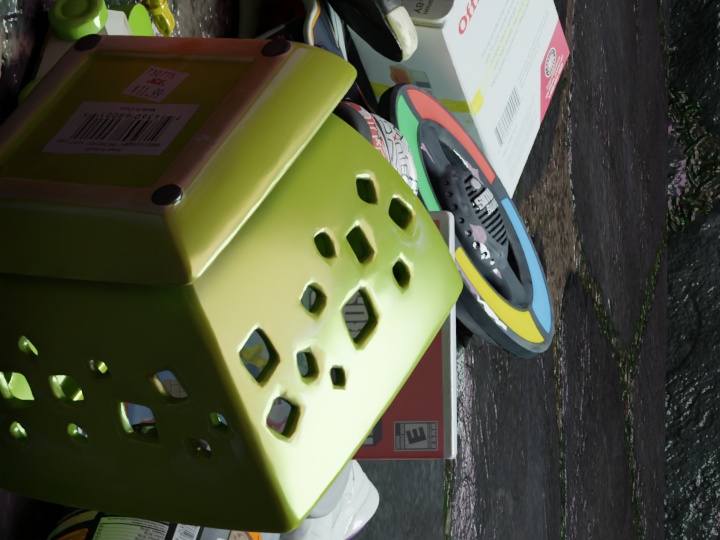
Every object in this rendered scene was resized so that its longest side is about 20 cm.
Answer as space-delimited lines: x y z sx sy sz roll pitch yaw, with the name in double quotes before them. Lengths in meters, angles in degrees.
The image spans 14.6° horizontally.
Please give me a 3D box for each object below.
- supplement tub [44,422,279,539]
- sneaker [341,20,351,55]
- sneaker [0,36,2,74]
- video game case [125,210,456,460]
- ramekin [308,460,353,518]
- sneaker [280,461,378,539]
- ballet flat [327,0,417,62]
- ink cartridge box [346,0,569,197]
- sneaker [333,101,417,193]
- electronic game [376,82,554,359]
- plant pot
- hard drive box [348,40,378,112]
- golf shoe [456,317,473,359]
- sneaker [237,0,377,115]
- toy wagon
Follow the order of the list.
"supplement tub" -0.120 0.186 1.493 0.200 0.122 0.123 -72 156 -49
"sneaker" -0.012 -0.218 1.976 0.075 0.082 0.200 48 42 -80
"sneaker" -0.214 -0.150 1.266 0.112 0.071 0.200 28 54 -77
"video game case" -0.045 0.038 1.629 0.017 0.200 0.143 8 81 -81
"ramekin" -0.068 0.053 1.747 0.202 0.094 0.203 -1 90 -75
"sneaker" -0.052 0.163 1.882 0.100 0.075 0.200 65 22 -15
"ballet flat" -0.013 -0.229 1.875 0.200 0.057 0.066 60 -24 11
"ink cartridge box" 0.071 -0.168 1.994 0.145 0.083 0.200 -66 152 -29
"sneaker" 0.001 -0.001 1.698 0.108 0.067 0.202 2 83 -71
"electronic game" 0.070 -0.033 1.841 0.200 0.042 0.200 51 21 -28
"plant pot" -0.092 -0.006 1.420 0.199 0.200 0.182 -54 136 -39
"hard drive box" 0.034 -0.163 2.169 0.200 0.077 0.156 14 76 -74
"golf shoe" 0.005 0.017 1.888 0.078 0.200 0.095 -17 133 -30
"sneaker" -0.037 -0.114 1.862 0.079 0.078 0.200 33 32 -58
"toy wagon" -0.145 -0.083 1.579 0.155 0.040 0.200 74 21 -45
